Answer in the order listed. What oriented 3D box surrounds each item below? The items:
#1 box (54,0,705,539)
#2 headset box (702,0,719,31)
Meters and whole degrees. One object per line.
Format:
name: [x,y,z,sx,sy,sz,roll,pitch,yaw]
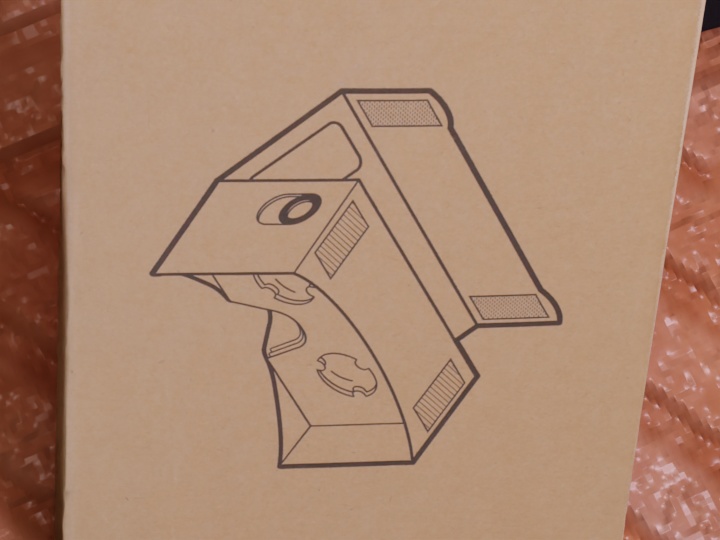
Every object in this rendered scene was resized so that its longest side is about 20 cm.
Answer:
box: [0.000,0.000,0.778,0.163,0.201,0.021,-1,34,-9]
headset box: [0.123,-0.141,0.828,0.199,0.174,0.093,-16,78,-12]
